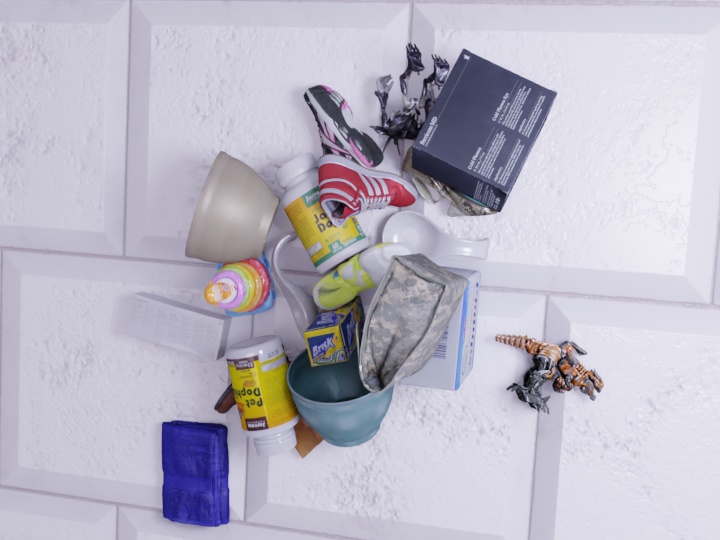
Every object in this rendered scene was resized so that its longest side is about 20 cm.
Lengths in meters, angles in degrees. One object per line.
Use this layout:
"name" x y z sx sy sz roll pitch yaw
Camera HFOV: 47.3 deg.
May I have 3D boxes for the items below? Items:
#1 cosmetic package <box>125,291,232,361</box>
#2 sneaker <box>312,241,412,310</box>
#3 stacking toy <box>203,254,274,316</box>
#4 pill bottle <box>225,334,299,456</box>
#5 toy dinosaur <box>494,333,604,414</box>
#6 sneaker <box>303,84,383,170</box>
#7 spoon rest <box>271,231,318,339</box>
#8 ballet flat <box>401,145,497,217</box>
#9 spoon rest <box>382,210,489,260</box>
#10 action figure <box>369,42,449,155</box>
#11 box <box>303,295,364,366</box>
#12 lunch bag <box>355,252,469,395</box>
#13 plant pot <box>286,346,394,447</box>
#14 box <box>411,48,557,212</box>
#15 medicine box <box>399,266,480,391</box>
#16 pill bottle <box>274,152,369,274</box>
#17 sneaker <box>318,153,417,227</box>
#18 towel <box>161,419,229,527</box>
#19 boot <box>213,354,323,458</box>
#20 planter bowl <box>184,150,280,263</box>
"cosmetic package" -0.356 0.108 1.617 0.196 0.051 0.084 16 100 10
"sneaker" 0.000 0.000 1.509 0.197 0.105 0.077 -24 101 -1
"stacking toy" -0.238 0.032 1.508 0.107 0.200 0.119 -11 92 13
"pill bottle" -0.175 0.229 1.503 0.107 0.109 0.205 -11 96 13
"toy dinosaur" 0.330 0.177 1.468 0.198 0.102 0.137 30 85 26
"sneaker" -0.049 -0.247 1.510 0.086 0.080 0.202 -45 72 38
"spoon rest" -0.125 0.034 1.539 0.059 0.099 0.205 -12 84 -17
"ballet flat" 0.156 -0.145 1.484 0.199 0.068 0.076 38 122 10
"spoon rest" 0.134 -0.052 1.492 0.195 0.061 0.102 8 96 11
"action figure" 0.087 -0.302 1.461 0.116 0.104 0.201 12 140 -15
"box" -0.042 0.105 1.469 0.068 0.200 0.066 -11 101 13
"lunch bag" 0.068 0.084 1.261 0.116 0.164 0.203 27 101 16
"plant pot" -0.028 0.232 1.497 0.195 0.201 0.137 -2 119 12
"box" 0.209 -0.239 1.408 0.179 0.104 0.203 28 79 8
"medicine box" 0.142 0.094 1.430 0.101 0.200 0.187 6 96 16
"pill bottle" -0.075 -0.107 1.506 0.111 0.113 0.203 -29 88 13
"sneaker" 0.012 -0.123 1.456 0.196 0.071 0.115 16 56 -21
"towel" -0.332 0.405 1.638 0.144 0.050 0.205 1 95 11
"boot" -0.165 0.277 1.597 0.187 0.068 0.201 -38 94 5
"planter bowl" -0.226 -0.099 1.509 0.132 0.200 0.204 19 99 -6
